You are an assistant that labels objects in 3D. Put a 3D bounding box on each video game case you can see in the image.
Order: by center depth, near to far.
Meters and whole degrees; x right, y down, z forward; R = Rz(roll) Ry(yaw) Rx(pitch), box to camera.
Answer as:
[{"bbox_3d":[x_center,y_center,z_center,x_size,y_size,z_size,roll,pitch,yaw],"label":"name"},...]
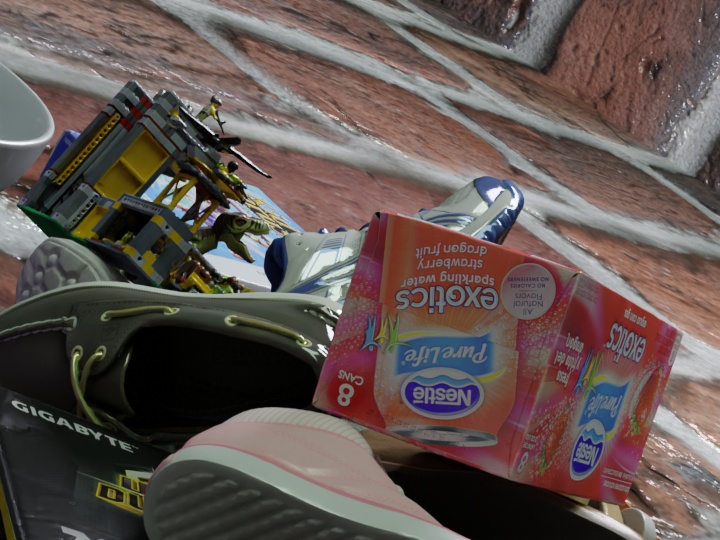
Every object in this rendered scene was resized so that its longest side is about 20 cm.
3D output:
[{"bbox_3d":[-0.090,-0.012,1.437,0.181,0.046,0.200,18,18,-45],"label":"video game case"}]

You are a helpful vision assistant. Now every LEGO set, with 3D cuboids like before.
[{"bbox_3d":[-0.086,-0.028,1.190,0.154,0.116,0.200,46,-13,-21],"label":"LEGO set"}]

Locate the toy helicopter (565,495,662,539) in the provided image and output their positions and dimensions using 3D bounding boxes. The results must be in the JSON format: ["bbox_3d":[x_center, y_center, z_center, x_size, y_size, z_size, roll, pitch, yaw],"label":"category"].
[{"bbox_3d":[0.128,0.163,1.145,0.132,0.079,0.201,14,46,-53],"label":"toy helicopter"}]

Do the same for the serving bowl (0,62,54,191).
[{"bbox_3d":[-0.250,-0.085,1.043,0.200,0.066,0.200,28,13,-7],"label":"serving bowl"}]

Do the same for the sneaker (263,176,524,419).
[{"bbox_3d":[0.000,0.000,1.091,0.088,0.075,0.200,41,57,14],"label":"sneaker"}]

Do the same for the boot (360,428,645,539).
[{"bbox_3d":[0.062,0.117,1.067,0.199,0.074,0.075,14,26,26],"label":"boot"}]

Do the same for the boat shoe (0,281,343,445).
[{"bbox_3d":[-0.100,0.045,1.006,0.201,0.072,0.060,-3,13,13],"label":"boat shoe"}]

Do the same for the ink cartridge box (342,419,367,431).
[{"bbox_3d":[0.027,0.120,1.204,0.199,0.045,0.176,27,31,-12],"label":"ink cartridge box"}]

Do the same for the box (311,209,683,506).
[{"bbox_3d":[0.069,0.044,1.010,0.102,0.095,0.200,19,-2,22],"label":"box"}]

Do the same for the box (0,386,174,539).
[{"bbox_3d":[-0.078,0.132,0.934,0.199,0.049,0.160,24,17,-25],"label":"box"}]

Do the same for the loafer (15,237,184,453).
[{"bbox_3d":[-0.111,0.056,1.108,0.070,0.070,0.200,21,23,-51],"label":"loafer"}]

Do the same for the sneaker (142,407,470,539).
[{"bbox_3d":[0.013,0.119,0.906,0.200,0.076,0.105,28,18,5],"label":"sneaker"}]
